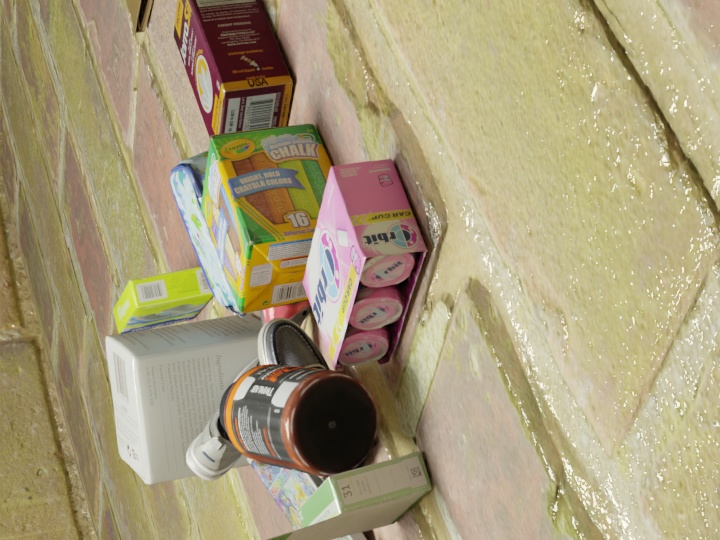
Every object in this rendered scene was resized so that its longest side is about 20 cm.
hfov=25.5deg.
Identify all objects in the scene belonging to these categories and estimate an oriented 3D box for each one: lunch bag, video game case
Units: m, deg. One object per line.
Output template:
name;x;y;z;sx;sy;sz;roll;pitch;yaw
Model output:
lunch bag;-0.163;-0.047;1.945;0.201;0.082;0.161;69;168;-11
video game case;-0.058;0.273;1.843;0.200;0.018;0.143;54;154;13

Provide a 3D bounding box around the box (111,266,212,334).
box;-0.295;0.047;2.359;0.200;0.121;0.048;138;119;-68

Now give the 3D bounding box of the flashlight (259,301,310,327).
flashlight;-0.077;0.099;1.858;0.067;0.068;0.201;0;106;36

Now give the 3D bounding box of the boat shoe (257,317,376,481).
boat shoe;-0.044;0.131;1.753;0.201;0.074;0.093;62;151;11

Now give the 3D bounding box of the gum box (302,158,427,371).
gum box;0.000;0.000;1.573;0.200;0.066;0.114;106;150;-52

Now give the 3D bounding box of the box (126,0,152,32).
box;-0.346;-0.488;2.409;0.164;0.021;0.201;117;139;-60

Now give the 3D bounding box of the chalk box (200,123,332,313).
chalk box;-0.098;-0.076;1.736;0.124;0.124;0.201;105;148;-51

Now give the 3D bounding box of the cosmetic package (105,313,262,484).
cosmetic package;-0.204;0.159;2.030;0.167;0.199;0.168;-162;65;-69

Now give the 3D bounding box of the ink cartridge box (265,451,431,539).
ink cartridge box;-0.041;0.245;1.603;0.146;0.199;0.048;124;131;-64

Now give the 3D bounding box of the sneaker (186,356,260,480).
sneaker;-0.126;0.165;1.893;0.075;0.200;0.082;37;140;-4

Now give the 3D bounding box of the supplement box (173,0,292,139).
supplement box;-0.152;-0.248;1.866;0.111;0.085;0.201;105;150;-50

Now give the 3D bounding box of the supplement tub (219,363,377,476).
supplement tub;-0.074;0.151;1.648;0.200;0.106;0.108;0;99;59
